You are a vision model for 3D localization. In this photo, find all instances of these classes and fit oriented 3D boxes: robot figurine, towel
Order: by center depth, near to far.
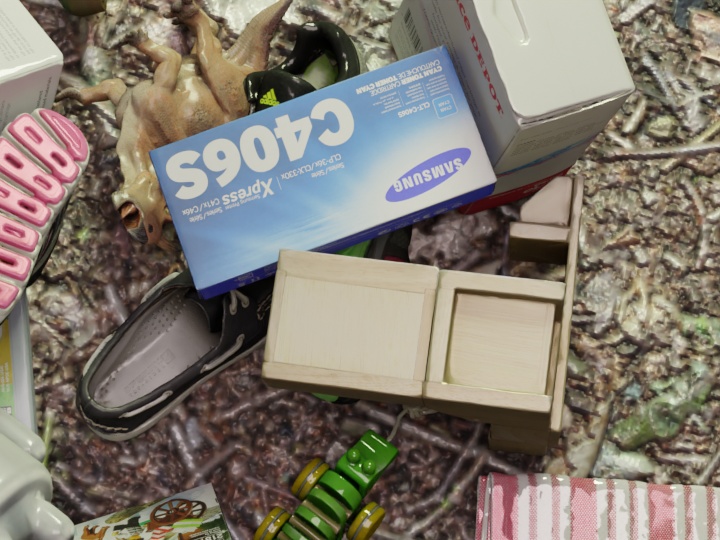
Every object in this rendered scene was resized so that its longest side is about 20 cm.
[{"bbox_3d":[-0.269,0.134,1.313,0.199,0.113,0.169,35,40,16],"label":"robot figurine"},{"bbox_3d":[0.171,0.212,1.420,0.198,0.030,0.148,5,78,-6],"label":"towel"}]

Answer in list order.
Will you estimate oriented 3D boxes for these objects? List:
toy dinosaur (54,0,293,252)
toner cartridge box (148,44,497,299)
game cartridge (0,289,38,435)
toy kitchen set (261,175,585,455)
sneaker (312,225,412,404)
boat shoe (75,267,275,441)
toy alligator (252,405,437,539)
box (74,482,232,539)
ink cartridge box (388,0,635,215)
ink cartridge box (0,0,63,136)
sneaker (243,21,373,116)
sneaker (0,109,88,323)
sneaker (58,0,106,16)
[{"bbox_3d":[-0.110,-0.102,1.438,0.200,0.086,0.136,-36,91,-24],"label":"toy dinosaur"},{"bbox_3d":[-0.024,-0.061,1.344,0.199,0.043,0.096,-21,82,-3],"label":"toner cartridge box"},{"bbox_3d":[-0.280,0.076,1.408,0.132,0.040,0.202,-6,79,-2],"label":"game cartridge"},{"bbox_3d":[0.047,0.015,1.368,0.179,0.200,0.165,7,78,6],"label":"toy kitchen set"},{"bbox_3d":[0.000,0.000,1.433,0.076,0.084,0.201,7,59,30],"label":"sneaker"},{"bbox_3d":[-0.108,0.031,1.416,0.200,0.060,0.074,-39,79,-12],"label":"boat shoe"},{"bbox_3d":[-0.010,0.143,1.401,0.059,0.054,0.200,36,76,12],"label":"toy alligator"},{"bbox_3d":[-0.171,0.209,1.340,0.199,0.137,0.038,-17,116,-8],"label":"box"},{"bbox_3d":[0.093,-0.138,1.394,0.085,0.200,0.149,-17,80,-14],"label":"ink cartridge box"},{"bbox_3d":[-0.314,-0.128,1.368,0.199,0.084,0.145,-24,63,-35],"label":"ink cartridge box"},{"bbox_3d":[-0.053,-0.086,1.407,0.073,0.088,0.201,14,57,30],"label":"sneaker"},{"bbox_3d":[-0.237,-0.006,1.351,0.073,0.088,0.201,28,57,0],"label":"sneaker"},{"bbox_3d":[-0.235,-0.261,1.470,0.089,0.067,0.202,-14,79,1],"label":"sneaker"}]
